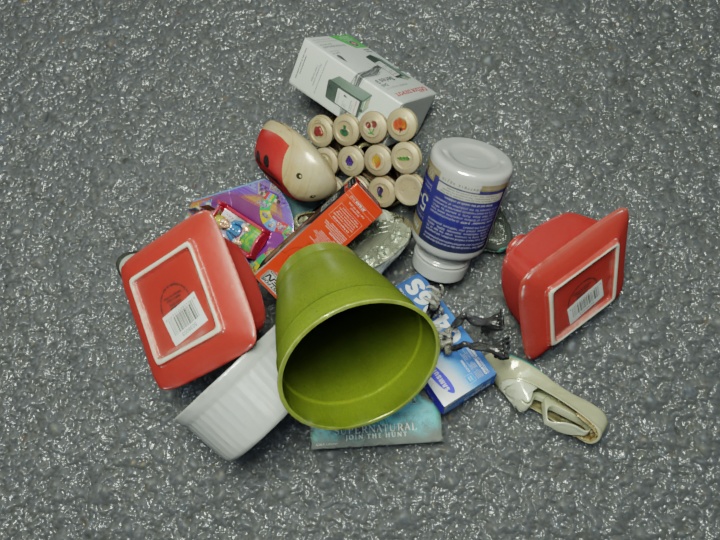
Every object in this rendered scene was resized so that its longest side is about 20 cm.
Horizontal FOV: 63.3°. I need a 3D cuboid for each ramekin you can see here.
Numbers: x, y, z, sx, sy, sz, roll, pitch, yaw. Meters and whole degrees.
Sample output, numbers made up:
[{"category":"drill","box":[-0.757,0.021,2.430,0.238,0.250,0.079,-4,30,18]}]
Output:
[{"category":"ramekin","box":[-0.152,0.171,0.826,0.200,0.200,0.098,-44,92,-9]}]

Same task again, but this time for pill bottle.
[{"category":"pill bottle","box":[0.142,-0.084,0.876,0.119,0.200,0.120,7,38,-6]}]

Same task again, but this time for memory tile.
[{"category":"memory tile","box":[0.006,-0.176,0.934,0.200,0.017,0.154,3,113,30]}]

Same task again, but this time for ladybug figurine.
[{"category":"ladybug figurine","box":[-0.111,-0.167,0.926,0.072,0.136,0.200,-41,37,-7]}]

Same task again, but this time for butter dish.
[{"category":"butter dish","box":[-0.212,0.043,0.828,0.200,0.148,0.200,-28,77,26]},{"category":"butter dish","box":[0.280,-0.002,0.872,0.200,0.200,0.148,-34,46,-12]}]

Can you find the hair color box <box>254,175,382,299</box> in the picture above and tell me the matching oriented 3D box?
[{"category":"hair color box","box":[-0.062,-0.049,0.870,0.200,0.102,0.061,-42,102,8]}]

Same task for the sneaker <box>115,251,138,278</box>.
[{"category":"sneaker","box":[-0.309,0.022,0.937,0.200,0.079,0.074,28,79,11]}]

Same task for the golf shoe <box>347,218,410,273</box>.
[{"category":"golf shoe","box":[0.000,0.000,0.921,0.200,0.097,0.078,-37,57,0]}]

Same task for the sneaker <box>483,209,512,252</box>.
[{"category":"sneaker","box":[0.182,-0.121,0.947,0.078,0.091,0.200,-29,75,-5]}]

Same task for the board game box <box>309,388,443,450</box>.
[{"category":"board game box","box":[0.021,0.199,0.895,0.200,0.028,0.136,-4,74,1]}]

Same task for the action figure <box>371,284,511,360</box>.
[{"category":"action figure","box":[0.104,0.080,0.817,0.200,0.102,0.119,0,46,4]}]

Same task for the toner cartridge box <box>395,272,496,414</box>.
[{"category":"toner cartridge box","box":[0.107,0.106,0.886,0.095,0.043,0.200,-29,63,-12]}]

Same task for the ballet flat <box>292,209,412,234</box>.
[{"category":"ballet flat","box":[-0.013,-0.073,0.950,0.200,0.075,0.068,-1,67,2]}]

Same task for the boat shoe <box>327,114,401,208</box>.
[{"category":"boat shoe","box":[0.008,-0.200,0.987,0.075,0.075,0.202,-39,76,-8]}]

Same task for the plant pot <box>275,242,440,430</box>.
[{"category":"plant pot","box":[-0.028,0.065,0.758,0.200,0.201,0.193,-25,38,-5]}]

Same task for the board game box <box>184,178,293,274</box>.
[{"category":"board game box","box":[-0.208,-0.062,0.945,0.200,0.039,0.158,-14,80,12]}]

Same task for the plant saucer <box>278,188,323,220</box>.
[{"category":"plant saucer","box":[-0.159,-0.080,0.991,0.200,0.019,0.070,-38,76,-7]}]

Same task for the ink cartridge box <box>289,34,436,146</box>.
[{"category":"ink cartridge box","box":[0.007,-0.305,0.978,0.200,0.084,0.146,37,35,12]}]

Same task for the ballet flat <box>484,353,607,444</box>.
[{"category":"ballet flat","box":[0.267,0.190,0.861,0.200,0.069,0.070,28,77,11]}]
